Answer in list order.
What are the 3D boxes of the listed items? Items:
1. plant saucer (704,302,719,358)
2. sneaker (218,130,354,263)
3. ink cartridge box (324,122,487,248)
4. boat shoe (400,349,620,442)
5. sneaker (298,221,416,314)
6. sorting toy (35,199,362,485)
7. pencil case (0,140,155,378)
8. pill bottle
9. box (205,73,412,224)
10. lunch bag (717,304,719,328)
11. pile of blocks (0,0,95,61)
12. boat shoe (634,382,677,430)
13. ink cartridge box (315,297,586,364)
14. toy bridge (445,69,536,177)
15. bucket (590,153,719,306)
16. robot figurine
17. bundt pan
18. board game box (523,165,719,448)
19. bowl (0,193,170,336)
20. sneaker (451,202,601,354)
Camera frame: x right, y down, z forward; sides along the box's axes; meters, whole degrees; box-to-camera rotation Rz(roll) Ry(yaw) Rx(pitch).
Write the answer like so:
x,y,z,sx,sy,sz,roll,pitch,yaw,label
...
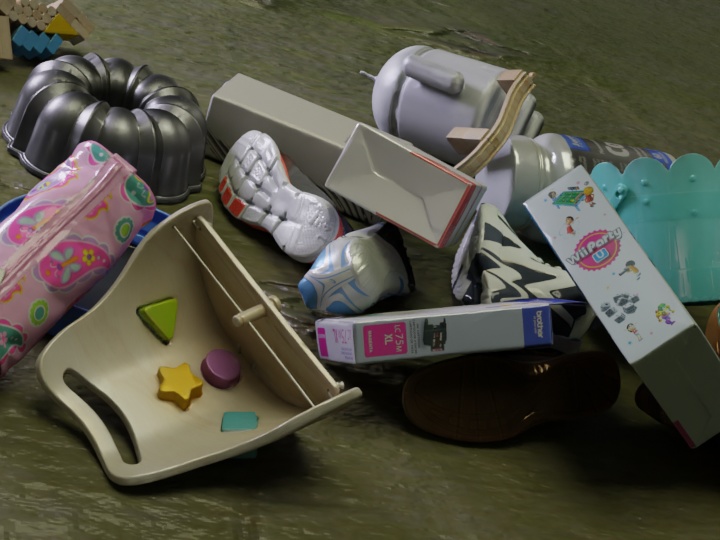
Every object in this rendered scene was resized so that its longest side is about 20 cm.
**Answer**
x,y,z,sx,sy,sz,roll,pitch,yaw,label
0.375,0.108,1.427,0.199,0.037,0.201,27,47,-33,plant saucer
-0.064,-0.056,1.545,0.082,0.077,0.200,31,14,-45,sneaker
0.047,-0.075,1.504,0.116,0.068,0.200,29,6,8,ink cartridge box
0.117,0.098,1.373,0.199,0.073,0.072,-8,5,-24,boat shoe
0.000,0.000,1.445,0.072,0.072,0.200,-18,-2,18,sneaker
-0.135,0.076,1.209,0.179,0.107,0.200,-25,65,-33,sorting toy
-0.240,-0.007,1.226,0.087,0.088,0.200,29,55,19,pencil case
0.226,-0.080,1.702,0.199,0.114,0.114,7,29,-22,pill bottle
-0.055,-0.123,1.649,0.199,0.069,0.082,23,27,8,box
0.383,0.015,1.369,0.121,0.202,0.170,13,14,36,lunch bag
-0.373,-0.247,1.702,0.199,0.083,0.062,5,-14,-44,pile of blocks
0.315,0.104,1.466,0.067,0.073,0.199,5,5,39,boat shoe
0.074,0.049,1.347,0.198,0.042,0.119,-7,1,-15,ink cartridge box
0.115,-0.129,1.653,0.027,0.200,0.067,49,-19,-26,toy bridge
0.301,-0.033,1.562,0.205,0.136,0.207,-2,-3,0,bucket
0.096,-0.176,1.778,0.199,0.113,0.170,20,-19,25,robot figurine
-0.236,-0.144,1.566,0.200,0.076,0.202,14,28,-8,bundt pan
0.226,0.029,1.352,0.148,0.064,0.201,50,9,-46,board game box
-0.211,0.000,1.355,0.199,0.040,0.201,15,27,-8,bowl
0.160,0.016,1.527,0.129,0.080,0.199,20,22,-12,sneaker
